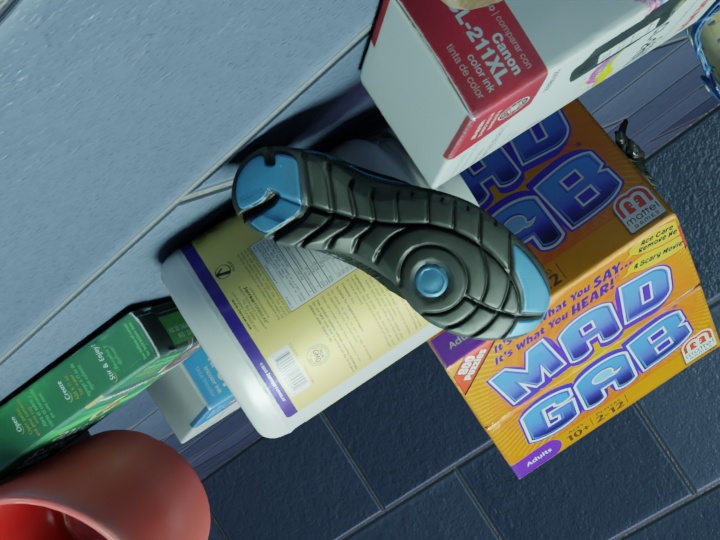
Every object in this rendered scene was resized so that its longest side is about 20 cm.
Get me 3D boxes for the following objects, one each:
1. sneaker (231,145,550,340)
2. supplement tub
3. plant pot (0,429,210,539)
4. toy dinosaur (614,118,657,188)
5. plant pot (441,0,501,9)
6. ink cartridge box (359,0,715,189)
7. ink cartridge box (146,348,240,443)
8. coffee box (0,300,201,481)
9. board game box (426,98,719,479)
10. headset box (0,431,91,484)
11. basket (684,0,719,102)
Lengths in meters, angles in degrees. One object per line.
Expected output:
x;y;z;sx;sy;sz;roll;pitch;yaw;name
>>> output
0.024;-0.026;0.901;0.074;0.199;0.082;-63;178;12;sneaker
-0.018;0.003;1.016;0.199;0.146;0.145;-33;174;-6;supplement tub
-0.215;0.229;1.206;0.200;0.201;0.177;-36;-175;24;plant pot
0.193;-0.078;1.368;0.135;0.102;0.201;-32;147;-39;toy dinosaur
0.042;-0.142;0.438;0.200;0.093;0.201;-33;175;-3;plant pot
0.108;-0.145;0.817;0.199;0.083;0.146;-32;173;-10;ink cartridge box
-0.092;0.060;1.376;0.199;0.085;0.145;-33;174;-24;ink cartridge box
-0.216;0.096;1.175;0.199;0.044;0.123;-35;175;15;coffee box
0.134;-0.001;1.197;0.199;0.201;0.200;-34;142;2;board game box
-0.334;0.225;1.430;0.148;0.075;0.200;-28;172;-40;headset box
0.401;-0.219;1.441;0.176;0.140;0.200;-34;-155;5;basket
